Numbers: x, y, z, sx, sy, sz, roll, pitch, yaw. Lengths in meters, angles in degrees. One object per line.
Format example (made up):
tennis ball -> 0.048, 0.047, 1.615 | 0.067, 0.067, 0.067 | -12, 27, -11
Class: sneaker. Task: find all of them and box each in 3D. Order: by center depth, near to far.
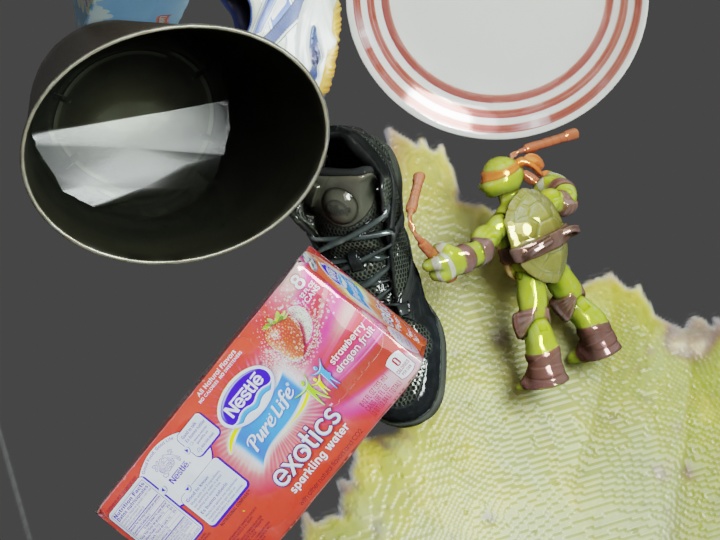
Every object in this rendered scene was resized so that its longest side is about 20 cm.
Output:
sneaker -> 0.000, 0.000, 1.532 | 0.076, 0.114, 0.200 | -13, 77, 14
sneaker -> -0.054, -0.209, 1.599 | 0.088, 0.075, 0.201 | 9, 73, -12

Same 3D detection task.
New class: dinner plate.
dinner plate -> 0.090, -0.182, 1.601 | 0.200, 0.024, 0.201 | 1, 117, 3

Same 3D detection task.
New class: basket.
basket -> -0.129, -0.089, 1.468 | 0.180, 0.200, 0.136 | -11, 103, -13

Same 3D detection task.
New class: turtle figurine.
turtle figurine -> 0.118, -0.013, 1.583 | 0.200, 0.064, 0.162 | -30, 101, -50

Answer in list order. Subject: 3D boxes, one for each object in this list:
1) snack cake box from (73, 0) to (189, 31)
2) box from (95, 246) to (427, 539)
snack cake box -> -0.140, -0.230, 1.515 | 0.067, 0.200, 0.115 | -4, 77, -15
box -> -0.058, 0.094, 1.470 | 0.100, 0.095, 0.200 | 38, 97, -2
